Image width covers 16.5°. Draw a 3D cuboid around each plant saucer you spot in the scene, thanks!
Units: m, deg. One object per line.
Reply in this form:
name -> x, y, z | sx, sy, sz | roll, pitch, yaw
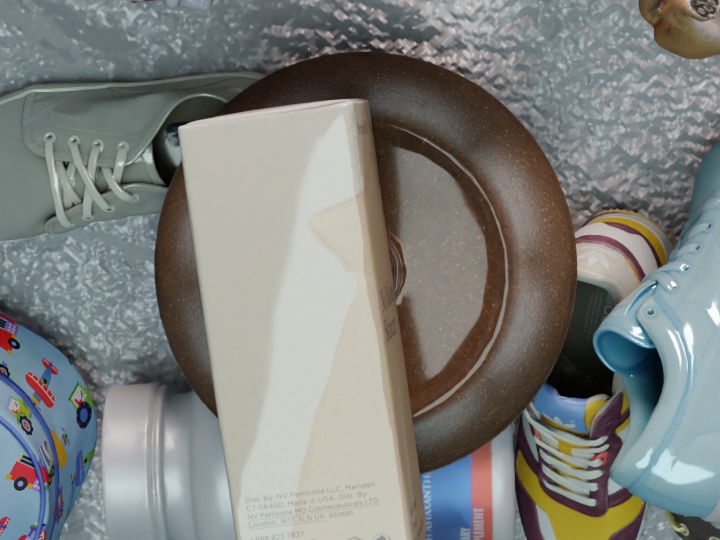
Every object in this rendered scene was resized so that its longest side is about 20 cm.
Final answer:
plant saucer -> 0.000, 0.000, 1.141 | 0.199, 0.037, 0.202 | 0, 94, 6

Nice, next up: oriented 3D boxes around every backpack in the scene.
backpack -> -0.230, 0.114, 1.227 | 0.182, 0.135, 0.200 | 32, 107, -12

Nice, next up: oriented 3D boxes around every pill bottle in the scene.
pill bottle -> -0.024, 0.096, 1.225 | 0.199, 0.112, 0.113 | -3, 113, 3

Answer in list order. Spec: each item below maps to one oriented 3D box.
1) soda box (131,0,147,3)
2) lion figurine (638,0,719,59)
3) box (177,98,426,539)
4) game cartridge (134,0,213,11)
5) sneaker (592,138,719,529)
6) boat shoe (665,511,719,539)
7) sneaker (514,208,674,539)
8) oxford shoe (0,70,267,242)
soda box -> -0.015, -0.162, 1.085 | 0.199, 0.063, 0.070 | -1, 102, 39
lion figurine -> 0.194, -0.108, 1.125 | 0.199, 0.122, 0.073 | 23, 78, -15
box -> -0.024, 0.028, 1.082 | 0.077, 0.095, 0.201 | -7, 95, 5
game cartridge -> -0.148, -0.195, 1.055 | 0.199, 0.042, 0.134 | 13, 110, -3
sneaker -> 0.151, 0.016, 1.137 | 0.081, 0.201, 0.074 | 15, 147, -12
boat shoe -> 0.184, 0.120, 1.235 | 0.059, 0.072, 0.200 | -21, 132, 17
sneaker -> 0.105, 0.073, 1.214 | 0.075, 0.090, 0.201 | 10, 110, 21
oxford shoe -> -0.127, -0.053, 1.194 | 0.199, 0.058, 0.076 | -10, 114, 7
